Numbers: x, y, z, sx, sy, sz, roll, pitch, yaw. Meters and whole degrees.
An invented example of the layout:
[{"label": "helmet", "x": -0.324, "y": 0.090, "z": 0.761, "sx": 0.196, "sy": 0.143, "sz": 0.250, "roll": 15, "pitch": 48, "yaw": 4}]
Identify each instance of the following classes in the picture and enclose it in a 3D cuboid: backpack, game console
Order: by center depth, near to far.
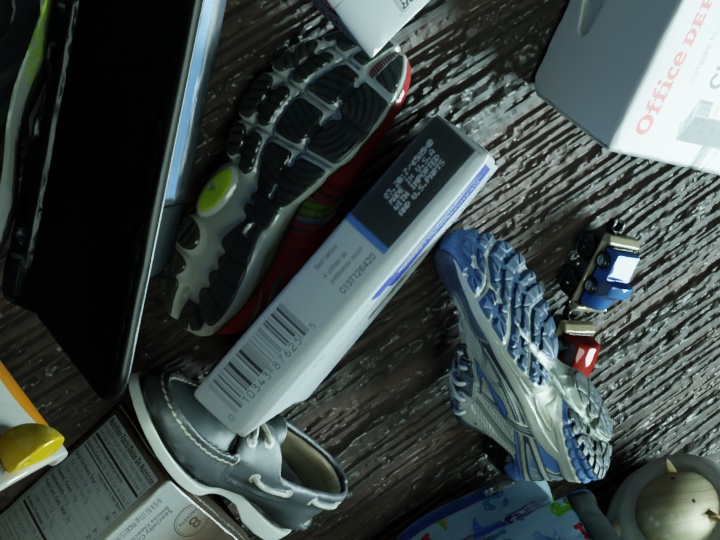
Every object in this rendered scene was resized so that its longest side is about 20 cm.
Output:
[{"label": "game console", "x": -0.082, "y": -0.066, "z": 0.717, "sx": 0.176, "sy": 0.116, "sz": 0.202, "roll": -15, "pitch": 122, "yaw": -61}, {"label": "backpack", "x": 0.091, "y": 0.255, "z": 1.142, "sx": 0.199, "sy": 0.147, "sz": 0.184, "roll": -22, "pitch": 131, "yaw": -13}]

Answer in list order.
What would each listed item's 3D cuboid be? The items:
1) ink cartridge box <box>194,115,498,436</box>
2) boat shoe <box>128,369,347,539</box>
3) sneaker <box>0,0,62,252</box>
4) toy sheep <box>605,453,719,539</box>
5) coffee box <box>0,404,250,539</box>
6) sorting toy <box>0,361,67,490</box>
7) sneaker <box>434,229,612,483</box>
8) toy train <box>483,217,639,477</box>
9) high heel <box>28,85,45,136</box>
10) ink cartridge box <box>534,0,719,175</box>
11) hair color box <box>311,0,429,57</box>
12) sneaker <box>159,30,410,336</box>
[{"label": "ink cartridge box", "x": 0.000, "y": 0.000, "z": 0.931, "sx": 0.198, "sy": 0.047, "sz": 0.200, "roll": -50, "pitch": 178, "yaw": 5}, {"label": "boat shoe", "x": -0.069, "y": 0.105, "z": 0.967, "sx": 0.060, "sy": 0.074, "sz": 0.200, "roll": -25, "pitch": 142, "yaw": 12}, {"label": "sneaker", "x": -0.191, "y": -0.076, "z": 0.717, "sx": 0.083, "sy": 0.071, "sz": 0.201, "roll": 7, "pitch": 104, "yaw": -61}, {"label": "toy sheep", "x": 0.246, "y": 0.210, "z": 1.236, "sx": 0.138, "sy": 0.138, "sz": 0.200, "roll": -40, "pitch": 149, "yaw": -4}, {"label": "coffee box", "x": -0.171, "y": 0.196, "z": 0.970, "sx": 0.200, "sy": 0.080, "sz": 0.114, "roll": -42, "pitch": 134, "yaw": -3}, {"label": "sorting toy", "x": -0.251, "y": 0.051, "z": 0.758, "sx": 0.199, "sy": 0.181, "sz": 0.107, "roll": -32, "pitch": 178, "yaw": -37}, {"label": "sneaker", "x": 0.087, "y": 0.066, "z": 1.053, "sx": 0.085, "sy": 0.077, "sz": 0.201, "roll": -16, "pitch": 116, "yaw": 29}, {"label": "toy train", "x": 0.139, "y": 0.057, "z": 1.109, "sx": 0.034, "sy": 0.046, "sz": 0.201, "roll": 7, "pitch": 116, "yaw": -37}, {"label": "high heel", "x": -0.107, "y": -0.097, "z": 0.815, "sx": 0.142, "sy": 0.071, "sz": 0.201, "roll": -32, "pitch": 124, "yaw": -3}, {"label": "ink cartridge box", "x": 0.226, "y": -0.140, "z": 1.007, "sx": 0.199, "sy": 0.084, "sz": 0.145, "roll": 8, "pitch": 116, "yaw": -37}, {"label": "hair color box", "x": -0.019, "y": -0.212, "z": 0.807, "sx": 0.099, "sy": 0.061, "sz": 0.200, "roll": -43, "pitch": 133, "yaw": -1}, {"label": "sneaker", "x": -0.037, "y": -0.048, "z": 0.915, "sx": 0.200, "sy": 0.077, "sz": 0.085, "roll": -52, "pitch": 153, "yaw": 14}]
